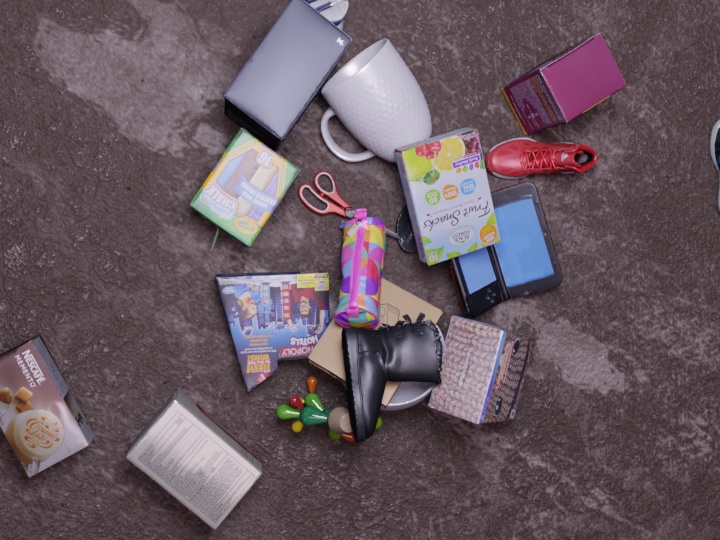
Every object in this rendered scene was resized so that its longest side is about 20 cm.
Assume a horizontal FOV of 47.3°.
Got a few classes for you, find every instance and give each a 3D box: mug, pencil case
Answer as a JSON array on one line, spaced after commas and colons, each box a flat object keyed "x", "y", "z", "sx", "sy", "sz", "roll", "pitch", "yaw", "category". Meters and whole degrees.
[{"x": 0.020, "y": -0.272, "z": 1.440, "sx": 0.199, "sy": 0.148, "sz": 0.176, "roll": -31, "pitch": 111, "yaw": 23, "category": "mug"}, {"x": 0.000, "y": 0.000, "z": 1.432, "sx": 0.087, "sy": 0.089, "sz": 0.203, "roll": 8, "pitch": 62, "yaw": -10, "category": "pencil case"}]

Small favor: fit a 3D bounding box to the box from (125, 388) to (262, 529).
[{"x": -0.284, "y": 0.323, "z": 1.422, "sx": 0.200, "sy": 0.109, "sz": 0.128, "roll": 43, "pitch": 86, "yaw": -9, "category": "box"}]

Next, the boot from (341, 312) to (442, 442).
[{"x": 0.056, "y": 0.174, "z": 1.351, "sx": 0.160, "sy": 0.073, "sz": 0.201, "roll": -3, "pitch": 74, "yaw": -11, "category": "boot"}]

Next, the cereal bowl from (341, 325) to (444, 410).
[{"x": 0.051, "y": 0.159, "z": 1.467, "sx": 0.197, "sy": 0.084, "sz": 0.203, "roll": 0, "pitch": 62, "yaw": 0, "category": "cereal bowl"}]

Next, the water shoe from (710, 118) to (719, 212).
[{"x": 0.732, "y": -0.198, "z": 1.589, "sx": 0.070, "sy": 0.079, "sz": 0.203, "roll": -10, "pitch": 94, "yaw": -9, "category": "water shoe"}]

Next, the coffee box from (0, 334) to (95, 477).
[{"x": -0.548, "y": 0.225, "z": 1.385, "sx": 0.113, "sy": 0.080, "sz": 0.202, "roll": -26, "pitch": 97, "yaw": -8, "category": "coffee box"}]

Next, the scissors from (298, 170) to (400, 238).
[{"x": -0.023, "y": -0.099, "z": 1.490, "sx": 0.200, "sy": 0.014, "sz": 0.073, "roll": 41, "pitch": 82, "yaw": -6, "category": "scissors"}]

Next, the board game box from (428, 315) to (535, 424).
[{"x": 0.218, "y": 0.176, "z": 1.451, "sx": 0.096, "sy": 0.199, "sz": 0.162, "roll": 15, "pitch": 90, "yaw": 28, "category": "board game box"}]

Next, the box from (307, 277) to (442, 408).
[{"x": 0.025, "y": 0.114, "z": 1.431, "sx": 0.162, "sy": 0.021, "sz": 0.201, "roll": 29, "pitch": 67, "yaw": 13, "category": "box"}]

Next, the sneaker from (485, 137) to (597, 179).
[{"x": 0.336, "y": -0.210, "z": 1.500, "sx": 0.197, "sy": 0.115, "sz": 0.080, "roll": -8, "pitch": 94, "yaw": -10, "category": "sneaker"}]

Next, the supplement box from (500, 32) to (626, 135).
[{"x": 0.353, "y": -0.325, "z": 1.455, "sx": 0.130, "sy": 0.200, "sz": 0.104, "roll": -31, "pitch": 97, "yaw": -6, "category": "supplement box"}]

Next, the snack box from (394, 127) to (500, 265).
[{"x": 0.150, "y": -0.128, "z": 1.411, "sx": 0.140, "sy": 0.053, "sz": 0.203, "roll": -17, "pitch": 106, "yaw": -10, "category": "snack box"}]

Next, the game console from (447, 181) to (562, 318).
[{"x": 0.251, "y": -0.037, "z": 1.487, "sx": 0.171, "sy": 0.118, "sz": 0.203, "roll": -23, "pitch": 97, "yaw": -42, "category": "game console"}]

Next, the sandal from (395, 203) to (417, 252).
[{"x": 0.132, "y": -0.124, "z": 1.503, "sx": 0.075, "sy": 0.048, "sz": 0.202, "roll": 35, "pitch": 88, "yaw": -9, "category": "sandal"}]

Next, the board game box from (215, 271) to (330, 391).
[{"x": -0.154, "y": 0.105, "z": 1.458, "sx": 0.197, "sy": 0.062, "sz": 0.203, "roll": -2, "pitch": 95, "yaw": -11, "category": "board game box"}]

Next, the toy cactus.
[{"x": -0.040, "y": 0.251, "z": 1.437, "sx": 0.198, "sy": 0.165, "sz": 0.104, "roll": 21, "pitch": 79, "yaw": -17, "category": "toy cactus"}]

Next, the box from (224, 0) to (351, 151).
[{"x": -0.127, "y": -0.321, "z": 1.372, "sx": 0.123, "sy": 0.198, "sz": 0.201, "roll": 35, "pitch": 86, "yaw": -10, "category": "box"}]

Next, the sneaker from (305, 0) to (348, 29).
[{"x": -0.081, "y": -0.473, "z": 1.435, "sx": 0.080, "sy": 0.116, "sz": 0.201, "roll": -19, "pitch": 67, "yaw": -10, "category": "sneaker"}]

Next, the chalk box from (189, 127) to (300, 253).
[{"x": -0.211, "y": -0.120, "z": 1.405, "sx": 0.123, "sy": 0.125, "sz": 0.201, "roll": 35, "pitch": 85, "yaw": -10, "category": "chalk box"}]
